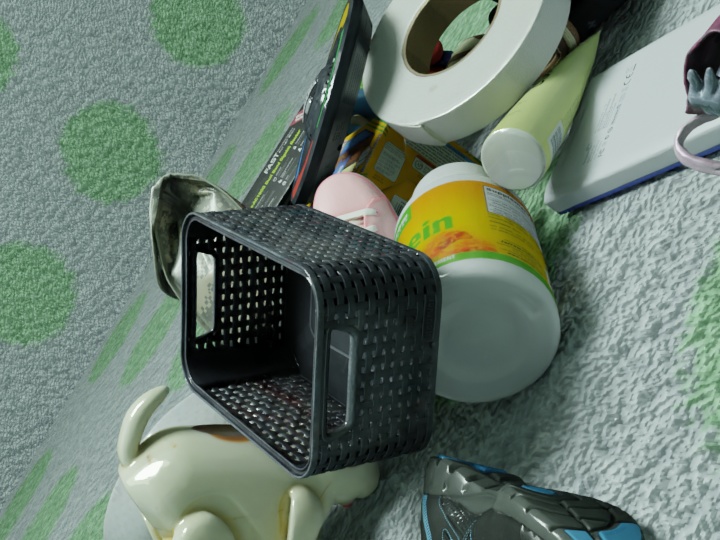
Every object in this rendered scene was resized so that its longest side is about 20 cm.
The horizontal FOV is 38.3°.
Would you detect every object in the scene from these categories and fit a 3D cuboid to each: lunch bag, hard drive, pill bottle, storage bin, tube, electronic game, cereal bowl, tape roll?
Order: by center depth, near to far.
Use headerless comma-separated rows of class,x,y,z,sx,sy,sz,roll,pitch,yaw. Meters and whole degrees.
storage bin,-0.041,0.039,0.706,0.200,0.094,0.136,24,116,53
hard drive,0.220,-0.123,0.747,0.200,0.025,0.132,-25,36,61
pill bottle,0.080,-0.003,0.773,0.111,0.111,0.200,-49,18,24
tube,0.150,-0.130,0.834,0.058,0.052,0.200,-10,25,34
tape roll,0.087,-0.202,0.887,0.203,0.037,0.203,-27,48,34
cereal bowl,-0.129,0.203,0.934,0.200,0.083,0.200,-41,-31,-32
electronic game,-0.031,-0.156,0.968,0.200,0.042,0.200,-164,90,-82
lunch bag,-0.122,0.001,0.999,0.118,0.200,0.164,-41,-8,-1

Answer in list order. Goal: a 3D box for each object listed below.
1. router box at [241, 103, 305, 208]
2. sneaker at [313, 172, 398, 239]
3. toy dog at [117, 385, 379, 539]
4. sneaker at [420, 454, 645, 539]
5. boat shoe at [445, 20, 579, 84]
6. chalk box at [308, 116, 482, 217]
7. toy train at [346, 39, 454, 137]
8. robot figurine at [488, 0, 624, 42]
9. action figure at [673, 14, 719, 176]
router box,-0.050,-0.064,1.164,0.062,0.150,0.200,26,82,47
sneaker,0.000,0.000,0.834,0.075,0.105,0.201,-16,73,9
toy dog,-0.075,0.158,0.812,0.200,0.194,0.140,-24,1,-14
sneaker,0.087,0.156,0.568,0.200,0.073,0.082,168,117,-74
boat shoe,0.128,-0.182,0.950,0.075,0.075,0.202,-52,10,-11
chalk box,0.016,-0.058,1.027,0.200,0.125,0.124,-19,41,62
toy train,0.072,-0.172,1.071,0.200,0.085,0.116,3,63,19
robot figurine,0.197,-0.289,0.935,0.125,0.150,0.200,-27,-9,-44
action figure,0.274,-0.160,0.602,0.200,0.134,0.149,-54,-29,-34
